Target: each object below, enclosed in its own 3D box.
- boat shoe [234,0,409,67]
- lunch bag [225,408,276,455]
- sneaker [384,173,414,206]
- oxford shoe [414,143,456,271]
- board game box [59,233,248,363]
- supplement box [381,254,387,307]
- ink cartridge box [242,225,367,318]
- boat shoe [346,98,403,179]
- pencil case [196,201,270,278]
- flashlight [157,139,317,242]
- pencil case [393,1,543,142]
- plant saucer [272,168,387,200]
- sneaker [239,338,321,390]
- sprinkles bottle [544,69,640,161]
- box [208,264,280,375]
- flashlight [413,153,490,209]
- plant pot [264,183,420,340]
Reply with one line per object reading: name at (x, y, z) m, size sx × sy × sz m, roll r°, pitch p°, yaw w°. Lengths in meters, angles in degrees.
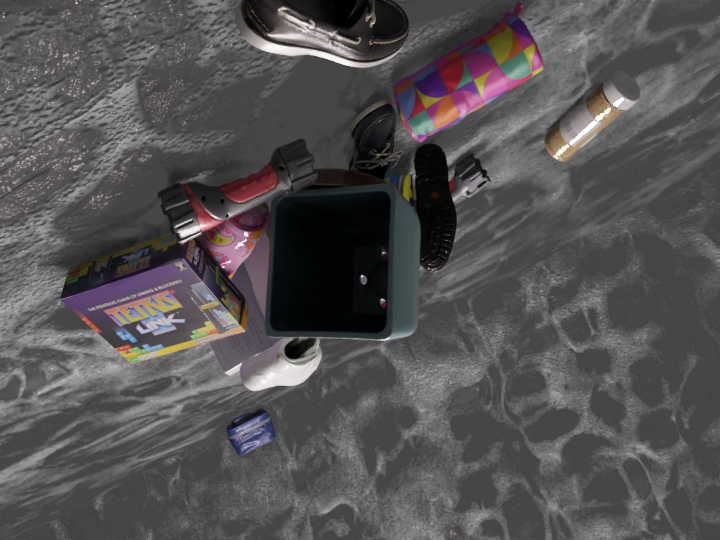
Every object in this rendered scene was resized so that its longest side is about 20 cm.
boat shoe at (-0.021, -0.241, 0.711) m, size 0.196 × 0.076 × 0.060 m, roll -5°, pitch 162°, yaw -38°
lunch bag at (-0.454, 0.650, 3.088) m, size 0.196 × 0.135 × 0.136 m, roll -23°, pitch -178°, yaw -19°
sneaker at (0.050, -0.126, 1.279) m, size 0.080 × 0.076 × 0.200 m, roll -5°, pitch 177°, yaw 8°
oxford shoe at (0.123, -0.098, 1.260) m, size 0.070 × 0.206 × 0.084 m, roll 1°, pitch 172°, yaw 5°
board game box at (-0.277, 0.042, 1.042) m, size 0.195 × 0.058 × 0.166 m, roll -17°, pitch 138°, yaw 17°
supplement box at (0.000, 0.000, 1.362) m, size 0.109 × 0.204 × 0.085 m, roll -32°, pitch 166°, yaw 27°
ink cartridge box at (-0.086, -0.013, 1.230) m, size 0.087 × 0.148 × 0.198 m, roll -29°, pitch 172°, yaw 36°
boat shoe at (0.018, -0.168, 1.072) m, size 0.073 × 0.063 × 0.201 m, roll -20°, pitch 165°, yaw -18°
pencil case at (-0.202, -0.028, 1.073) m, size 0.086 × 0.089 × 0.201 m, roll -13°, pitch 153°, yaw -44°
flashlight at (-0.151, -0.106, 0.954) m, size 0.197 × 0.069 × 0.068 m, roll -28°, pitch -179°, yaw -15°
pencil case at (0.134, -0.247, 0.967) m, size 0.197 × 0.090 × 0.088 m, roll -31°, pitch 166°, yaw 10°
plant saucer at (-0.031, -0.108, 1.112) m, size 0.194 × 0.036 × 0.201 m, roll 4°, pitch 168°, yaw 1°
sneaker at (-0.096, 0.140, 1.253) m, size 0.114 × 0.075 × 0.199 m, roll -31°, pitch 172°, yaw 29°
sprinkles bottle at (0.428, -0.285, 1.419) m, size 0.067 × 0.070 × 0.200 m, roll -17°, pitch 164°, yaw -34°
box at (-0.179, 0.064, 1.316) m, size 0.197 × 0.155 × 0.106 m, roll -28°, pitch 174°, yaw -11°
flashlight at (0.145, -0.141, 1.431) m, size 0.199 × 0.069 × 0.067 m, roll -38°, pitch 129°, yaw 25°
plant pot at (-0.001, 0.001, 1.091) m, size 0.191 × 0.203 × 0.199 m, roll -1°, pitch 172°, yaw 26°
